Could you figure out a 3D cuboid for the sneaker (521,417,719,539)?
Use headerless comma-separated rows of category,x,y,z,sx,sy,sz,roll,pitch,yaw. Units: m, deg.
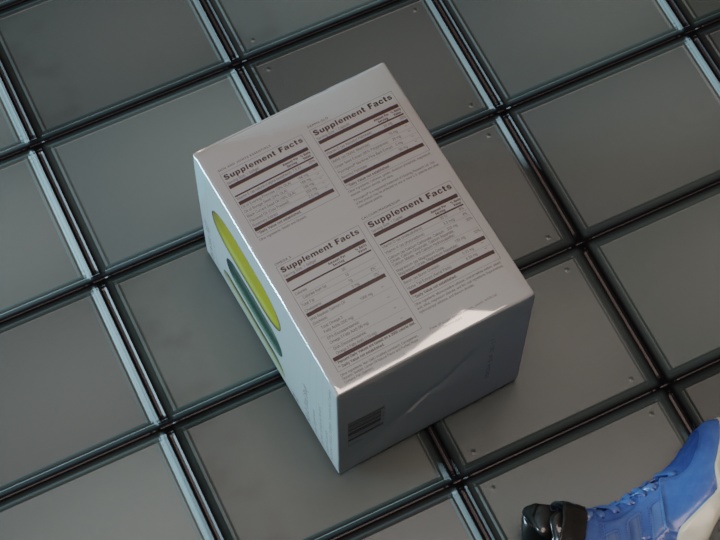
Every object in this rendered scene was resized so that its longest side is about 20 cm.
sneaker,0.170,0.165,1.228,0.111,0.077,0.200,30,74,3

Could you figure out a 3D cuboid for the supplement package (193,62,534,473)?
supplement package,0.000,0.000,1.263,0.150,0.152,0.200,-27,68,-12
